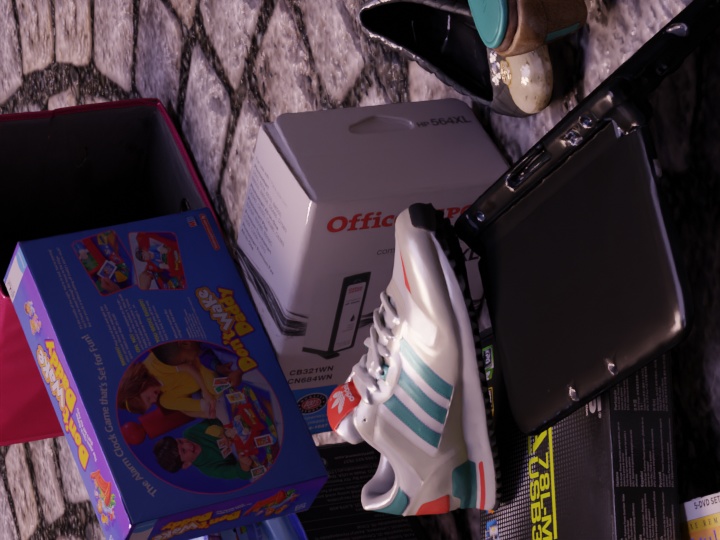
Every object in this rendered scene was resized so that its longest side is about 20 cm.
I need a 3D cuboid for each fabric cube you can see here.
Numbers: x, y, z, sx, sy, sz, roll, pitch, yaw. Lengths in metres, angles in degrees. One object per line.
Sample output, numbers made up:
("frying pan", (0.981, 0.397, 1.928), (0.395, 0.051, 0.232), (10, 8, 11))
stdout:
("fabric cube", (-0.242, 0.002, 2.002), (0.200, 0.198, 0.197), (107, 146, -45))

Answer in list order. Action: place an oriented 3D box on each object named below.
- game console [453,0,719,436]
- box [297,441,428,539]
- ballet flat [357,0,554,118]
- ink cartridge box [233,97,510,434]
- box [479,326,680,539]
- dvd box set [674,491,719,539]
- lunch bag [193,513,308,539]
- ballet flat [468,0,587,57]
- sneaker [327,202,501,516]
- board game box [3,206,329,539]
("game console", (0.140, -0.032, 1.247), (0.117, 0.176, 0.200), (48, 151, 0))
("box", (-0.014, 0.243, 1.656), (0.149, 0.106, 0.201), (107, 147, -40))
("ballet flat", (0.061, -0.131, 1.456), (0.200, 0.056, 0.067), (-149, 55, -61))
("ink cartridge box", (0.000, 0.000, 1.516), (0.085, 0.145, 0.201), (-122, 33, -41))
("box", (0.120, 0.116, 1.354), (0.193, 0.047, 0.202), (146, 125, -70))
("dvd box set", (0.218, 0.207, 1.217), (0.146, 0.029, 0.202), (149, 112, -65))
("lunch bag", (-0.102, 0.165, 1.559), (0.150, 0.093, 0.202), (-32, 75, 64))
("ballet flat", (0.079, -0.205, 1.378), (0.068, 0.072, 0.201), (110, 146, -46))
("sneaker", (0.023, 0.059, 1.350), (0.071, 0.093, 0.201), (-99, -2, -57))
("board game box", (-0.120, 0.065, 1.466), (0.201, 0.133, 0.045), (65, 149, 24))
